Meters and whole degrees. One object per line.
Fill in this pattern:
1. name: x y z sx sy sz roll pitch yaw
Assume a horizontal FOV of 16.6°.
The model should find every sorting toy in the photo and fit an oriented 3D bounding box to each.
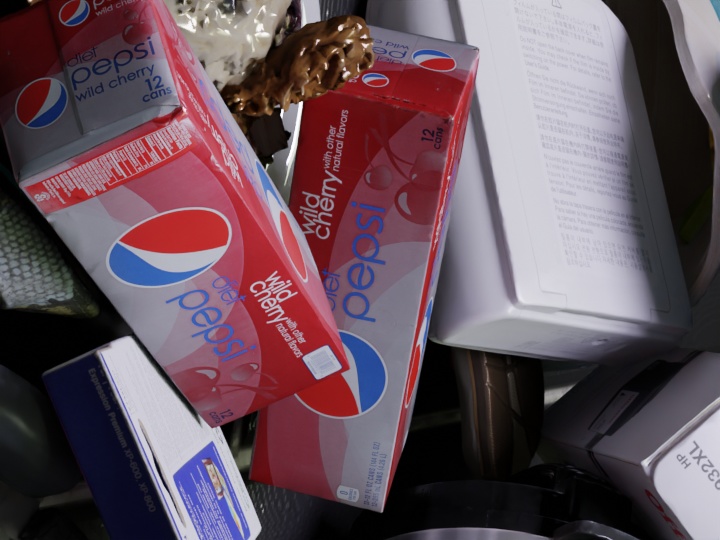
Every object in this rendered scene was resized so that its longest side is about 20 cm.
1. sorting toy: 0.170 -0.069 1.287 0.180 0.106 0.202 -80 170 -67

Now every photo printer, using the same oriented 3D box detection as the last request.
1. photo printer: 0.080 -0.060 1.199 0.166 0.069 0.202 8 66 -50

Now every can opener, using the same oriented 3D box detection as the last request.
1. can opener: -0.107 0.111 0.905 0.200 0.067 0.053 53 41 -24

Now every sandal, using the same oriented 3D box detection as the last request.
1. sandal: 0.058 0.008 1.263 0.080 0.054 0.202 2 88 -56

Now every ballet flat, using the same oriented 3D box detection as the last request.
1. ballet flat: -0.152 -0.032 0.837 0.072 0.072 0.201 -67 150 -27

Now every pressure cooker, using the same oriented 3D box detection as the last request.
1. pressure cooker: 0.064 0.194 1.192 0.179 0.174 0.201 61 32 -51

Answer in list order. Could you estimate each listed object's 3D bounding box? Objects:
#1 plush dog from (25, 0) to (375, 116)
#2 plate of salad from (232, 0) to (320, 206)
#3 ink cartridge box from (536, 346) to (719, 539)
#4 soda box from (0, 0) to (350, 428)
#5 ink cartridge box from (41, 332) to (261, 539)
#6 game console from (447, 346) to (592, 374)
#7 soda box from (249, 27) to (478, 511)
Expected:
1. plush dog: -0.061 -0.149 0.909 0.199 0.160 0.173 24 88 -19
2. plate of salad: -0.055 -0.075 1.023 0.200 0.048 0.202 -28 122 -58
3. ink cartridge box: 0.179 0.117 1.229 0.084 0.200 0.145 -39 99 -8
4. soda box: -0.066 -0.022 0.890 0.200 0.063 0.070 60 8 -58
5. ink cartridge box: -0.076 0.071 0.912 0.200 0.037 0.095 -45 112 -89
6. game console: 0.109 -0.029 1.387 0.200 0.031 0.178 1 97 -63
7. soda box: 0.000 0.000 1.062 0.070 0.063 0.201 -67 168 -58
